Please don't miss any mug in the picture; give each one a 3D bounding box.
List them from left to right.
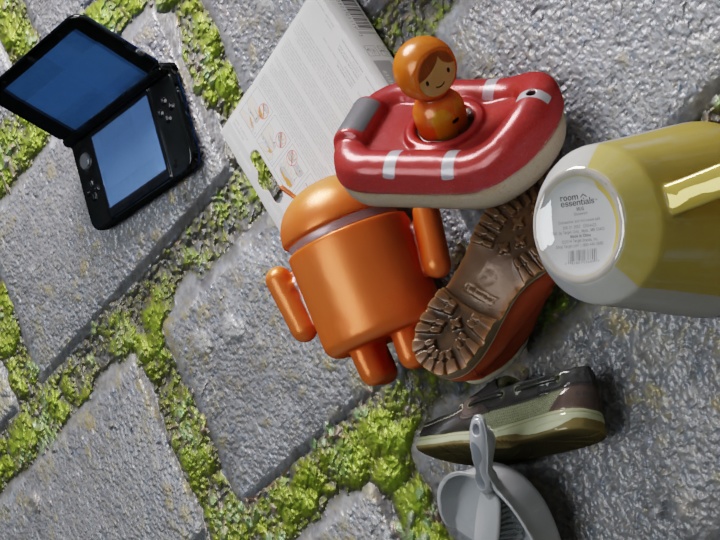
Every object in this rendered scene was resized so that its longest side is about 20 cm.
[{"bbox_3d":[0.215,-0.049,1.193,0.150,0.153,0.187,51,126,31],"label":"mug"}]

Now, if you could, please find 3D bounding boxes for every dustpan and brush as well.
[{"bbox_3d":[0.110,0.187,1.340,0.139,0.057,0.201,32,135,38],"label":"dustpan and brush"}]

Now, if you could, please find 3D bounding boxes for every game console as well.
[{"bbox_3d":[-0.285,-0.151,1.728,0.200,0.118,0.171,-29,73,44],"label":"game console"}]

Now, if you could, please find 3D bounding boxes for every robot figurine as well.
[{"bbox_3d":[0.002,-0.001,1.439,0.144,0.116,0.201,-33,77,51],"label":"robot figurine"}]

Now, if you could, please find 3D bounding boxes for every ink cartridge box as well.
[{"bbox_3d":[-0.038,-0.140,1.528,0.161,0.050,0.200,59,134,25],"label":"ink cartridge box"}]

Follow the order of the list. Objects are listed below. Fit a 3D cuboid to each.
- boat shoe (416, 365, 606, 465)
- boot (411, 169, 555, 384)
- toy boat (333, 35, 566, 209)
[{"bbox_3d":[0.127,0.121,1.365,0.200,0.072,0.066,-17,59,50],"label":"boat shoe"},{"bbox_3d":[0.127,0.008,1.347,0.075,0.107,0.200,39,92,28],"label":"boot"},{"bbox_3d":[0.065,-0.131,1.324,0.199,0.131,0.131,2,133,29],"label":"toy boat"}]
